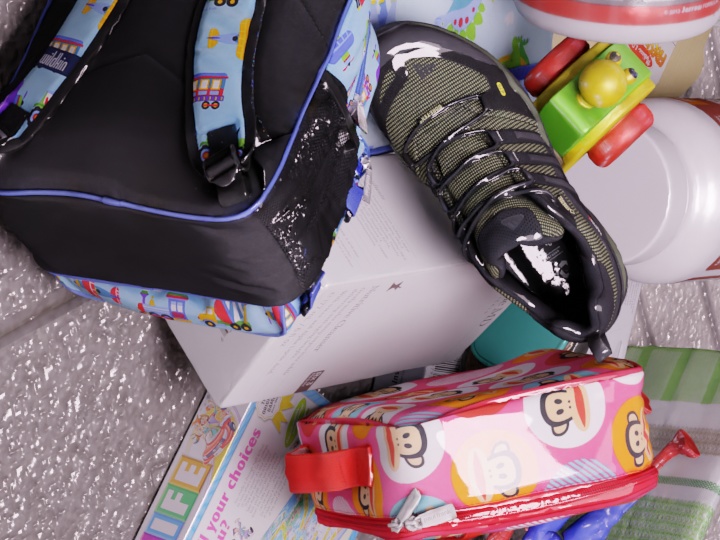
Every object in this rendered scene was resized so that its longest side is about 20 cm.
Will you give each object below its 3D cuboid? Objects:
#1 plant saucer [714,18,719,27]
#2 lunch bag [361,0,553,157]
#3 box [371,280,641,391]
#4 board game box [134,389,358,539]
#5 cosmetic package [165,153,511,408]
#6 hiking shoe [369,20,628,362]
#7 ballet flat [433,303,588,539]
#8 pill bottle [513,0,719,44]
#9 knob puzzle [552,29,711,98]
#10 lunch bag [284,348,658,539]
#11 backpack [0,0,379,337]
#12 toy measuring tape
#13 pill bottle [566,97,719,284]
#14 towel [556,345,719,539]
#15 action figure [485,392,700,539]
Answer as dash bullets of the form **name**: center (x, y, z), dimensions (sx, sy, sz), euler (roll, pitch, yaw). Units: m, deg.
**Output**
- **plant saucer**: center (0.185, -0.232, 1.531), dimensions (0.050, 0.200, 0.202), euler (-14, 112, -37)
- **lunch bag**: center (0.027, -0.146, 1.508), dimensions (0.199, 0.082, 0.162), euler (-12, 113, -46)
- **box**: center (0.091, 0.044, 1.669), dimensions (0.199, 0.041, 0.157), euler (9, 95, -49)
- **board game box**: center (-0.067, 0.160, 1.523), dimensions (0.134, 0.034, 0.201), euler (42, 70, -47)
- **cosmetic package**: center (0.000, 0.000, 1.482), dimensions (0.199, 0.081, 0.113), euler (-8, 149, -46)
- **hiking shoe**: center (0.073, -0.045, 1.409), dimensions (0.076, 0.101, 0.200), euler (-40, 100, 8)
- **ballet flat**: center (0.087, 0.069, 1.598), dimensions (0.201, 0.068, 0.068), euler (-59, 149, -3)
- **pill bottle**: center (0.141, -0.230, 1.450), dimensions (0.115, 0.115, 0.201), euler (-20, 120, -45)
- **knob puzzle**: center (0.156, -0.172, 1.687), dimensions (0.219, 0.030, 0.221), euler (-19, 115, -46)
- **lunch bag**: center (0.047, 0.094, 1.444), dimensions (0.175, 0.200, 0.083), euler (-10, 91, -16)
- **backpack**: center (-0.074, -0.089, 1.340), dimensions (0.135, 0.181, 0.201), euler (58, 46, -51)
- **toy measuring tape**: center (0.117, -0.084, 1.511), dimensions (0.074, 0.073, 0.200), euler (-62, -178, -16)
- **pill bottle**: center (0.198, -0.049, 1.672), dimensions (0.199, 0.112, 0.113), euler (-4, 104, -56)
- **towel**: center (0.179, 0.140, 1.719), dimensions (0.031, 0.149, 0.201), euler (36, 73, -29)
- **action figure**: center (0.119, 0.164, 1.686), dimensions (0.065, 0.052, 0.200), euler (40, 102, -11)
